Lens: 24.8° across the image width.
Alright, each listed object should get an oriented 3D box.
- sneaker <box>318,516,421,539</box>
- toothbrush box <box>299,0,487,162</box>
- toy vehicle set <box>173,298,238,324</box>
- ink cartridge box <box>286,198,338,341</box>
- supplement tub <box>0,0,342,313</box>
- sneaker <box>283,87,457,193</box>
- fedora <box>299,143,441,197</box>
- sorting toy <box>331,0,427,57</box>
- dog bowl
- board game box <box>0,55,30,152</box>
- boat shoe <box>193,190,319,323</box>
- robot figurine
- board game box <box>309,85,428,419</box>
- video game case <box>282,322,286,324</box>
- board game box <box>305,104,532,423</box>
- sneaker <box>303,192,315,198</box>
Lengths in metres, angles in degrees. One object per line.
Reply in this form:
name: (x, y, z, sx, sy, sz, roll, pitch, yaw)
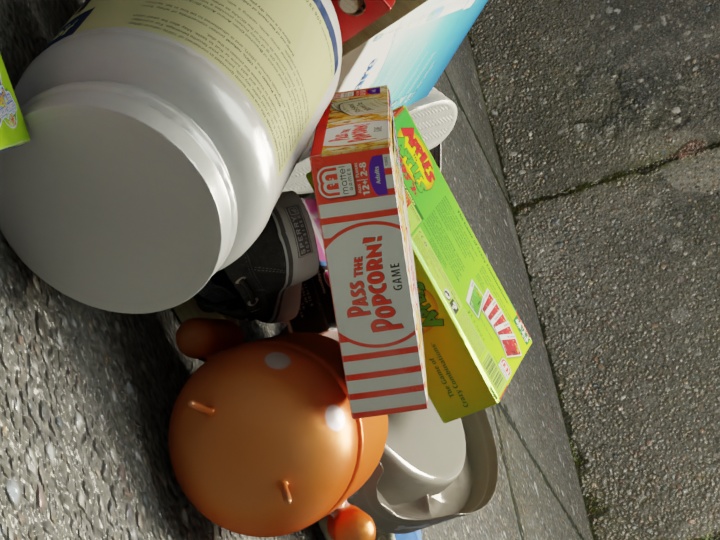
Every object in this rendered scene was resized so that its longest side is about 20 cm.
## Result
sneaker: (0.018, 0.221, 1.235, 0.111, 0.077, 0.200, 71, 0, -48)
toothbrush box: (0.007, -0.180, 1.181, 0.085, 0.147, 0.200, 41, 36, 10)
toy vehicle set: (-0.129, -0.056, 1.053, 0.124, 0.026, 0.200, -95, 164, -48)
ink cartridge box: (0.000, 0.000, 1.157, 0.200, 0.037, 0.095, 0, 69, -63)
supplement tub: (-0.100, -0.085, 0.872, 0.200, 0.145, 0.145, -67, 140, -51)
sneaker: (-0.034, -0.130, 1.302, 0.116, 0.200, 0.074, 48, -42, 33)
fedora: (-0.020, -0.115, 1.426, 0.090, 0.177, 0.201, -8, 97, -49)
sorting toy: (-0.082, -0.189, 0.972, 0.200, 0.199, 0.070, 45, 44, -19)
dog bowl: (0.014, 0.100, 1.185, 0.200, 0.059, 0.200, 40, 29, -27)
board game box: (-0.211, -0.100, 0.674, 0.200, 0.045, 0.135, -52, 123, -77)
boat shoe: (-0.072, 0.001, 0.990, 0.200, 0.066, 0.070, 149, -77, -77)
robot figurine: (-0.046, 0.098, 0.988, 0.200, 0.116, 0.144, -5, 93, -79)
board game box: (0.007, -0.019, 0.975, 0.200, 0.046, 0.152, -88, 170, -75)
video game case: (-0.091, -0.066, 1.168, 0.143, 0.018, 0.200, -142, -149, -78)
board game box: (0.044, -0.006, 1.150, 0.200, 0.048, 0.102, 61, 28, -12)
sneaker: (0.002, -0.044, 1.316, 0.200, 0.083, 0.081, -38, 117, -41)
